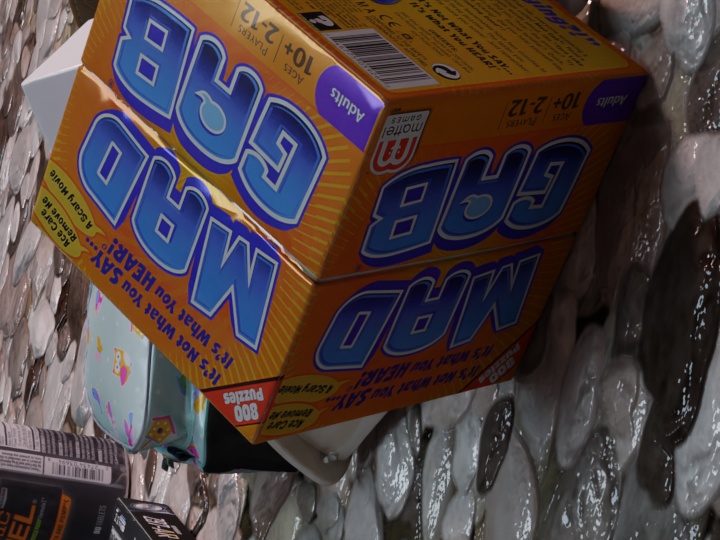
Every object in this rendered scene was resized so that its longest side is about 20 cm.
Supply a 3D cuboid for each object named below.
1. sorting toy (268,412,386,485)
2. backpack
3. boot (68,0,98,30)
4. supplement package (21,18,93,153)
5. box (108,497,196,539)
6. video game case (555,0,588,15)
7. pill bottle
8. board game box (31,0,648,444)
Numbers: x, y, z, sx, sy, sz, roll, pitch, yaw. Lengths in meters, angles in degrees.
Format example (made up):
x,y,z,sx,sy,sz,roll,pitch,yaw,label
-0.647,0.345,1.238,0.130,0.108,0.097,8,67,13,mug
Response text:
x,y,z,sx,sy,sz,roll,pitch,yaw,label
0.000,0.000,1.495,0.200,0.106,0.181,-53,13,51,sorting toy
-0.107,0.047,1.651,0.200,0.152,0.177,-174,86,-76,backpack
-0.153,-0.182,1.739,0.155,0.073,0.202,-22,-54,-74,boot
-0.086,-0.111,1.521,0.122,0.199,0.120,68,-156,-19,supplement package
-0.159,0.275,1.831,0.200,0.043,0.162,-151,72,-69,box
0.036,-0.227,1.269,0.024,0.200,0.182,-47,-16,-5,video game case
-0.302,0.180,2.043,0.106,0.199,0.107,-169,90,-71,pill bottle
-0.014,-0.064,1.270,0.200,0.199,0.201,41,124,32,board game box
